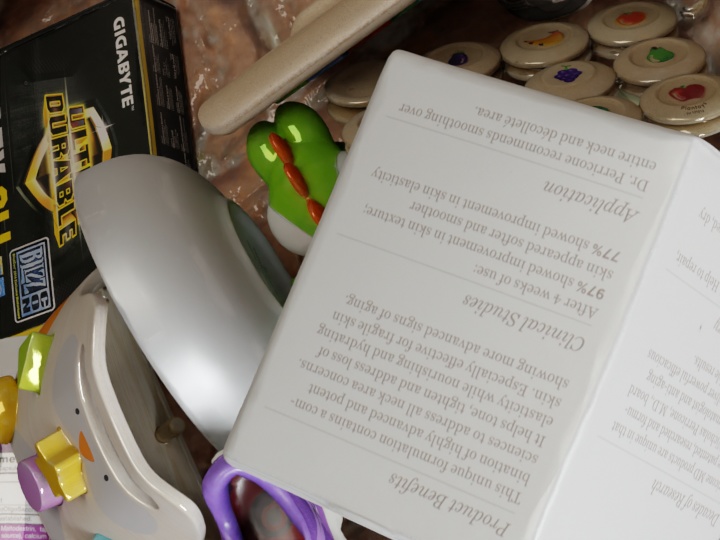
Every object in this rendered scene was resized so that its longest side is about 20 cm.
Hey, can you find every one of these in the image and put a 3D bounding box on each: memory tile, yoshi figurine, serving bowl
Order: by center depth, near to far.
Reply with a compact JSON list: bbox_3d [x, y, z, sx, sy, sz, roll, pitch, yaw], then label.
[{"bbox_3d":[0.086,-0.091,1.251,0.199,0.017,0.154,-14,30,-3],"label":"memory tile"},{"bbox_3d":[0.010,-0.002,1.301,0.201,0.112,0.112,60,156,16],"label":"yoshi figurine"},{"bbox_3d":[-0.078,0.014,1.328,0.066,0.200,0.201,-32,61,9],"label":"serving bowl"}]

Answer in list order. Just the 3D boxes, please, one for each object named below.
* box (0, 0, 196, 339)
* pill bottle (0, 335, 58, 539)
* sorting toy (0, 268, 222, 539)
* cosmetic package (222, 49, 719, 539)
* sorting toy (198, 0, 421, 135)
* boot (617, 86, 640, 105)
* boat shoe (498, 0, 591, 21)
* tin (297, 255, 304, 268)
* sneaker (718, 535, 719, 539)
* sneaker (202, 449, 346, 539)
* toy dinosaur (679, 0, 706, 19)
[{"bbox_3d":[-0.180,-0.057,1.504,0.159,0.049,0.201,-20,67,31],"label":"box"},{"bbox_3d":[-0.187,0.144,1.414,0.112,0.112,0.201,-8,72,33],"label":"pill bottle"},{"bbox_3d":[-0.131,0.090,1.287,0.106,0.180,0.201,-23,83,-18],"label":"sorting toy"},{"bbox_3d":[0.077,0.036,1.059,0.167,0.166,0.201,21,86,35],"label":"cosmetic package"},{"bbox_3d":[0.010,-0.150,1.335,0.185,0.200,0.037,-34,99,23],"label":"sorting toy"},{"bbox_3d":[0.120,-0.009,1.216,0.154,0.072,0.200,-20,50,-20],"label":"boot"},{"bbox_3d":[0.117,-0.181,1.276,0.200,0.057,0.067,-16,74,60],"label":"boat shoe"},{"bbox_3d":[0.026,0.020,1.346,0.112,0.042,0.201,-23,65,24],"label":"tin"},{"bbox_3d":[0.153,0.110,1.134,0.079,0.075,0.201,-17,75,43],"label":"sneaker"},{"bbox_3d":[-0.024,0.180,1.223,0.081,0.083,0.200,-38,79,13],"label":"sneaker"},{"bbox_3d":[0.209,-0.203,1.279,0.101,0.058,0.201,9,90,21],"label":"toy dinosaur"}]
